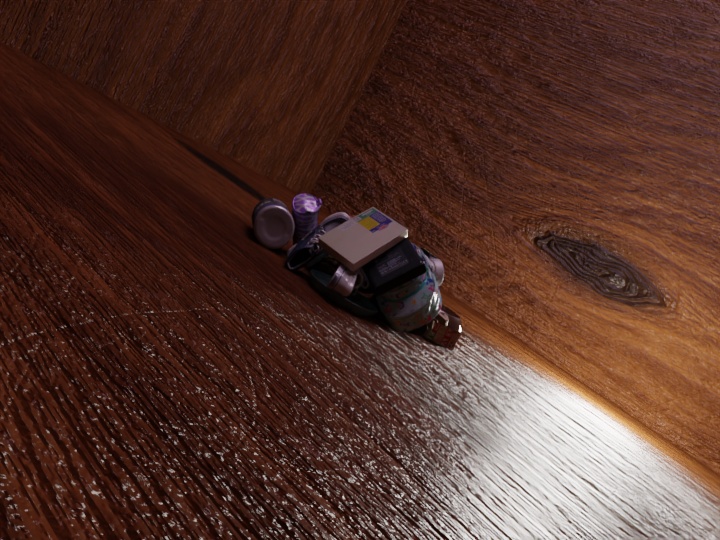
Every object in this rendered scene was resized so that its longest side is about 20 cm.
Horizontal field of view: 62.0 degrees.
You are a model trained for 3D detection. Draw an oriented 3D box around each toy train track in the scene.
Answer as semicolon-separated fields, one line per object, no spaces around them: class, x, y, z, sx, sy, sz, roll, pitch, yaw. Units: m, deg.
toy train track;0.178;0.080;1.640;0.032;0.118;0.200;-20;45;-29

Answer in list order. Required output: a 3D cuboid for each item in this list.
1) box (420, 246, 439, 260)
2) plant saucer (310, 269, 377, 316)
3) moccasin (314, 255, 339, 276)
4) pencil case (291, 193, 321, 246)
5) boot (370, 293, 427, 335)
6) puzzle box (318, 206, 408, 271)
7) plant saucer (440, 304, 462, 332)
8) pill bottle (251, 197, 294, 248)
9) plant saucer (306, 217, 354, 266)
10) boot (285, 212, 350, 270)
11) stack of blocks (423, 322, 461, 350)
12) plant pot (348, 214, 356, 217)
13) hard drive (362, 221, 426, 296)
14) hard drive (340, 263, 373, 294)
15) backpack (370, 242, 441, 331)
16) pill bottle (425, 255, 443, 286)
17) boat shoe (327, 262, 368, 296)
box;0.180;0.032;1.960;0.043;0.204;0.160;28;7;-9
plant saucer;-0.046;0.060;1.500;0.196;0.028;0.200;32;7;-4
moccasin;-0.087;-0.023;1.695;0.072;0.079;0.202;28;7;-9
pencil case;-0.153;-0.126;1.694;0.083;0.203;0.086;-11;55;-15
boot;0.121;0.118;1.712;0.184;0.065;0.200;35;3;13
puzzle box;0.008;-0.082;1.482;0.197;0.026;0.132;-31;51;-33
plant saucer;0.219;0.113;1.752;0.196;0.035;0.200;31;7;-4
pill bottle;-0.246;-0.138;1.666;0.111;0.116;0.200;27;7;-18
plant saucer;-0.083;-0.090;1.653;0.039;0.199;0.201;49;3;-12
boot;-0.104;-0.068;1.514;0.073;0.198;0.091;50;6;-13
stack of blocks;0.199;0.151;1.789;0.113;0.060;0.200;27;8;-31
plant pot;-0.009;-0.059;1.878;0.196;0.187;0.201;28;9;-5
hard drive;0.067;-0.035;1.504;0.033;0.136;0.202;66;-2;-40
hard drive;0.000;0.000;1.669;0.199;0.042;0.138;21;42;-65
backpack;0.115;0.045;1.544;0.152;0.173;0.204;59;9;-53
pill bottle;0.148;0.006;1.803;0.193;0.115;0.111;0;18;-22
boat shoe;-0.020;0.019;1.471;0.085;0.076;0.202;36;13;-1
